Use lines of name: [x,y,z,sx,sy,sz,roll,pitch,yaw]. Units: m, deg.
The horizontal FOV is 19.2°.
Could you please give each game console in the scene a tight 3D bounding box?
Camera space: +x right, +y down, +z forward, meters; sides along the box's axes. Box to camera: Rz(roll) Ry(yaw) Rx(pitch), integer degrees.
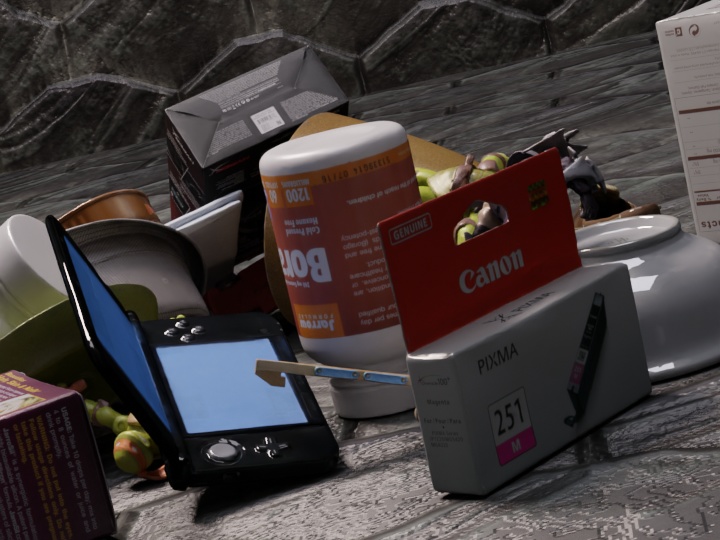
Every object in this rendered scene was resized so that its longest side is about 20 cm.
game console: [-0.117,0.048,1.455,0.175,0.117,0.200,-4,30,-16]

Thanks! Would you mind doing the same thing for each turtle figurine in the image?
turtle figurine: [-0.132,0.104,1.544,0.199,0.065,0.161,6,33,24]
turtle figurine: [0.070,-0.051,1.643,0.160,0.065,0.201,9,39,9]

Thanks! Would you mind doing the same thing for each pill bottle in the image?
pill bottle: [-0.304,0.055,1.639,0.200,0.120,0.120,-43,3,16]
pill bottle: [0.000,0.000,1.554,0.111,0.201,0.112,-13,10,2]

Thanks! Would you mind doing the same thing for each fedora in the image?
fedora: [-0.202,0.048,1.741,0.199,0.178,0.090,-3,39,-38]

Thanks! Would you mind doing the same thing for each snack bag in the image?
snack bag: [-0.187,0.019,1.862,0.188,0.021,0.200,-27,-21,-19]

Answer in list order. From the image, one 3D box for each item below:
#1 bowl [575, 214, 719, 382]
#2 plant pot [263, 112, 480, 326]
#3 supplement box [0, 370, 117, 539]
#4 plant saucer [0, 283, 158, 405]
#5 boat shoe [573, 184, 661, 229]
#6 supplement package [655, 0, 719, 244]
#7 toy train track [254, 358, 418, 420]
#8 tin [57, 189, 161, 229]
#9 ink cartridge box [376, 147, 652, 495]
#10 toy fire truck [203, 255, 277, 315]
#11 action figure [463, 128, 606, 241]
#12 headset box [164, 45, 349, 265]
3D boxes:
bowl: [0.194,0.015,1.546,0.200,0.091,0.201,-12,10,2]
plant pot: [0.050,-0.032,1.791,0.199,0.188,0.186,7,19,26]
supplement box: [-0.281,0.148,1.389,0.199,0.104,0.131,-19,12,-25]
plant saucer: [-0.230,0.086,1.610,0.199,0.031,0.200,-34,-19,-13]
boat shoe: [0.215,-0.040,1.839,0.074,0.075,0.202,-16,11,-18]
supplement package: [0.346,-0.133,1.824,0.117,0.201,0.117,-5,13,37]
toy train track: [0.026,0.086,1.440,0.198,0.033,0.115,7,-2,-4]
tin: [-0.257,0.003,1.801,0.199,0.042,0.112,-33,-16,-2]
ink cartridge box: [0.104,0.027,1.360,0.043,0.175,0.199,-2,15,42]
toy fire truck: [-0.070,0.009,1.947,0.199,0.049,0.141,-33,-5,-24]
action figure: [0.114,-0.021,1.503,0.130,0.069,0.201,-53,14,42]
headset box: [-0.093,-0.090,1.915,0.148,0.077,0.200,-26,-26,-17]
